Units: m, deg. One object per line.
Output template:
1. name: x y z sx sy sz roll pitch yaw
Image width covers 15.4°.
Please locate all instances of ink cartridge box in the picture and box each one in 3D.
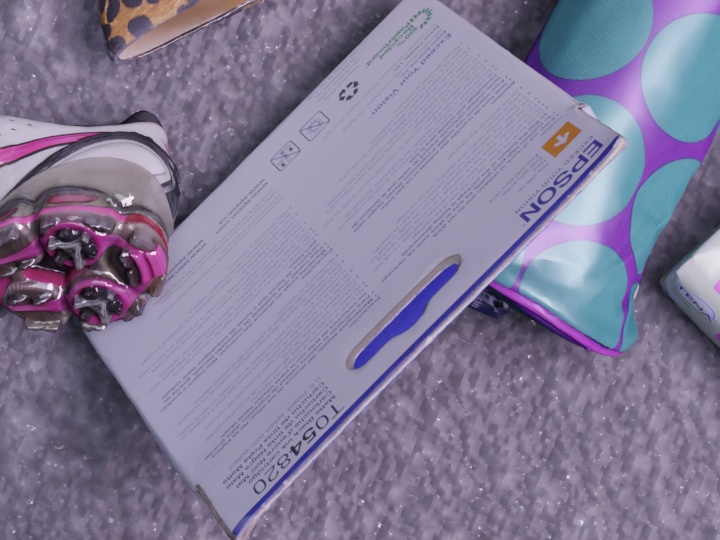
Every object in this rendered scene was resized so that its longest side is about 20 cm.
1. ink cartridge box: 0.000 0.000 0.995 0.200 0.200 0.041 -45 120 1

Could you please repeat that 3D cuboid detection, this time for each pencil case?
1. pencil case: 0.109 -0.067 1.059 0.092 0.085 0.200 31 83 -34

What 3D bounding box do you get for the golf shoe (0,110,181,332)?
1. golf shoe: -0.169 -0.020 1.066 0.199 0.073 0.092 -3 45 8

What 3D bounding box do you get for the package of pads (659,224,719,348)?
1. package of pads: 0.245 -0.007 1.066 0.200 0.068 0.155 -43 87 -4

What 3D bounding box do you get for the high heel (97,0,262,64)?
1. high heel: -0.003 -0.116 1.056 0.200 0.071 0.143 24 79 22
